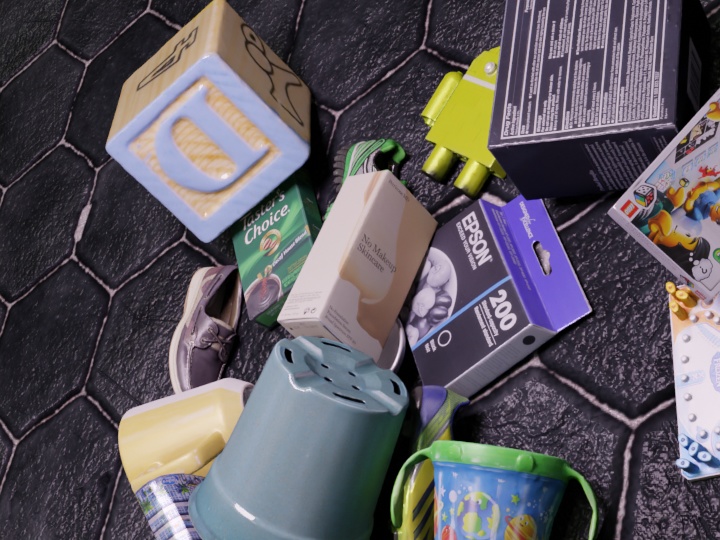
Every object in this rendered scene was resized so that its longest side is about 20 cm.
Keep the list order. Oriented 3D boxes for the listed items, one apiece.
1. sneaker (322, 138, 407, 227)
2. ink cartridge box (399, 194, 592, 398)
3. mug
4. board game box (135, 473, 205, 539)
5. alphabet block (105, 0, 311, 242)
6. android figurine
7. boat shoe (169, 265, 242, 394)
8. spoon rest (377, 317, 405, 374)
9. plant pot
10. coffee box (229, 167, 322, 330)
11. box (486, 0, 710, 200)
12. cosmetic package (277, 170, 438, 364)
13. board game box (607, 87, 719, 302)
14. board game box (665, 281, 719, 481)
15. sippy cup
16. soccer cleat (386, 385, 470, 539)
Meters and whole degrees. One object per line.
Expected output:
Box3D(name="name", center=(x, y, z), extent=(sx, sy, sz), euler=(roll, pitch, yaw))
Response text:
Box3D(name="sneaker", center=(0.009, -0.078, 1.607), extent=(0.085, 0.078, 0.201), euler=(-18, 54, 33))
Box3D(name="ink cartridge box", center=(0.133, 0.021, 1.460), extent=(0.200, 0.043, 0.199), euler=(-37, 44, 19))
Box3D(name="mug", center=(-0.178, 0.212, 1.556), extent=(0.152, 0.150, 0.187), euler=(-26, 34, 17))
Box3D(name="board game box", center=(-0.122, 0.311, 1.436), extent=(0.062, 0.200, 0.200), euler=(-43, 58, 15))
Box3D(name="alphabet block", center=(-0.191, -0.197, 1.740), extent=(0.196, 0.195, 0.200), euler=(-36, 25, 18))
Box3D(name="android figurine", center=(0.152, -0.185, 1.571), extent=(0.182, 0.041, 0.201), euler=(33, 91, 48))
Box3D(name="boat shoe", center=(-0.190, 0.078, 1.701), extent=(0.065, 0.072, 0.201), euler=(-21, 47, 38))
Box3D(name="spoon rest", center=(-0.026, 0.102, 1.528), extent=(0.199, 0.060, 0.100), euler=(-18, 54, 43))
Box3D(name="plant pot", center=(-0.052, 0.186, 1.370), extent=(0.200, 0.199, 0.197), euler=(42, 116, 47))
Box3D(name="coffee box", center=(-0.104, -0.035, 1.709), extent=(0.123, 0.044, 0.201), euler=(-35, 46, 23))
Box3D(name="box", center=(0.253, -0.194, 1.402), extent=(0.197, 0.123, 0.201), euler=(-4, 62, 27))
Box3D(name="cosmetic package", center=(0.000, 0.000, 1.477), extent=(0.071, 0.105, 0.201), euler=(-6, 52, 46))
Box3D(name="board game box", center=(0.345, -0.086, 1.260), extent=(0.126, 0.035, 0.200), euler=(42, 85, 5))
Box3D(name="board game box", center=(0.373, 0.076, 1.218), extent=(0.199, 0.026, 0.201), euler=(-19, 54, 34))
Box3D(name="sippy cup", center=(0.126, 0.237, 1.279), extent=(0.177, 0.139, 0.131), euler=(-5, 73, 51))
Box3D(name="soccer cleat", center=(0.074, 0.219, 1.378), extent=(0.065, 0.083, 0.202), euler=(138, 139, -78))
